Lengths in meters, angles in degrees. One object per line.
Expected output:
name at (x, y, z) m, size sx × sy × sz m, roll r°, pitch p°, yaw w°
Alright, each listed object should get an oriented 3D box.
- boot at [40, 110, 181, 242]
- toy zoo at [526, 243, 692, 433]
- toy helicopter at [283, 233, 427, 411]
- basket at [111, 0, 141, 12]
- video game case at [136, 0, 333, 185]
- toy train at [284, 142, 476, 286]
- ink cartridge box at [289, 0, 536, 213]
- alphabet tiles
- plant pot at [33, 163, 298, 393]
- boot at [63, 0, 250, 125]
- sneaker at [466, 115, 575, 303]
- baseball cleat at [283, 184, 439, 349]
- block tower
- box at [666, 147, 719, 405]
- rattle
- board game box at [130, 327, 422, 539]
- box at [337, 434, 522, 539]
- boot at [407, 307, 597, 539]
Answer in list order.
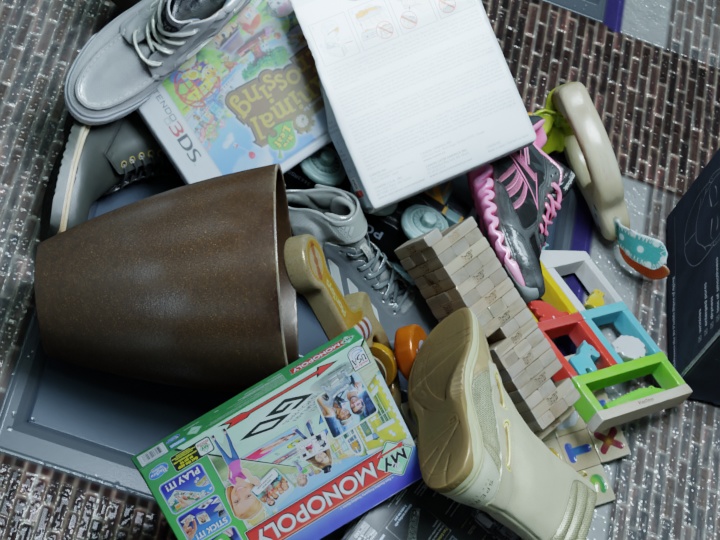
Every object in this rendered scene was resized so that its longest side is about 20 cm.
boot at (-0.191, -0.089, 1.728) m, size 0.137 × 0.078 × 0.201 m, roll 21°, pitch 55°, yaw -13°
toy zoo at (0.194, 0.049, 1.790) m, size 0.131 × 0.021 × 0.200 m, roll -12°, pitch 58°, yaw -44°
toy helicopter at (-0.016, 0.057, 1.624) m, size 0.078 × 0.201 × 0.133 m, roll -12°, pitch 39°, yaw 22°
basket at (-0.113, -0.225, 1.805) m, size 0.200 × 0.136 × 0.180 m, roll 48°, pitch 26°, yaw 5°
video game case at (-0.096, -0.173, 1.722) m, size 0.199 × 0.022 × 0.183 m, roll -34°, pitch 92°, yaw -9°
toy train at (0.012, -0.069, 1.789) m, size 0.199 × 0.085 × 0.114 m, roll 31°, pitch 44°, yaw -1°
ink cartridge box at (0.039, -0.170, 1.716) m, size 0.161 × 0.050 × 0.201 m, roll -23°, pitch 90°, yaw -12°
alphabet tiles at (0.135, 0.138, 1.734) m, size 0.199 × 0.006 × 0.168 m, roll -13°, pitch 74°, yaw -27°
plant pot at (-0.156, 0.015, 1.621) m, size 0.198 × 0.187 × 0.188 m, roll -4°, pitch 58°, yaw 3°
boot at (-0.165, -0.201, 1.655) m, size 0.200 × 0.096 × 0.074 m, roll -44°, pitch 92°, yaw -8°
sneaker at (0.146, -0.062, 1.761) m, size 0.095 × 0.079 × 0.201 m, roll -10°, pitch 55°, yaw -2°
baseball cleat at (0.000, 0.000, 1.721) m, size 0.199 × 0.107 × 0.070 m, roll 31°, pitch 48°, yaw -2°
block tower at (0.111, 0.049, 1.707) m, size 0.058 × 0.054 × 0.201 m, roll -36°, pitch 96°, yaw -32°
box at (0.368, -0.008, 1.810) m, size 0.123 × 0.197 × 0.201 m, roll 14°, pitch 55°, yaw -13°
rattle at (0.186, -0.064, 1.859) m, size 0.142 × 0.130 × 0.201 m, roll -21°, pitch 95°, yaw -19°
board game box at (-0.060, 0.151, 1.558) m, size 0.199 × 0.029 × 0.135 m, roll -30°, pitch 114°, yaw -9°
box at (0.064, 0.240, 1.618) m, size 0.158 × 0.050 × 0.200 m, roll 41°, pitch 55°, yaw -2°
boot at (0.117, 0.135, 1.622) m, size 0.155 × 0.073 × 0.201 m, roll 36°, pitch 28°, yaw -26°
